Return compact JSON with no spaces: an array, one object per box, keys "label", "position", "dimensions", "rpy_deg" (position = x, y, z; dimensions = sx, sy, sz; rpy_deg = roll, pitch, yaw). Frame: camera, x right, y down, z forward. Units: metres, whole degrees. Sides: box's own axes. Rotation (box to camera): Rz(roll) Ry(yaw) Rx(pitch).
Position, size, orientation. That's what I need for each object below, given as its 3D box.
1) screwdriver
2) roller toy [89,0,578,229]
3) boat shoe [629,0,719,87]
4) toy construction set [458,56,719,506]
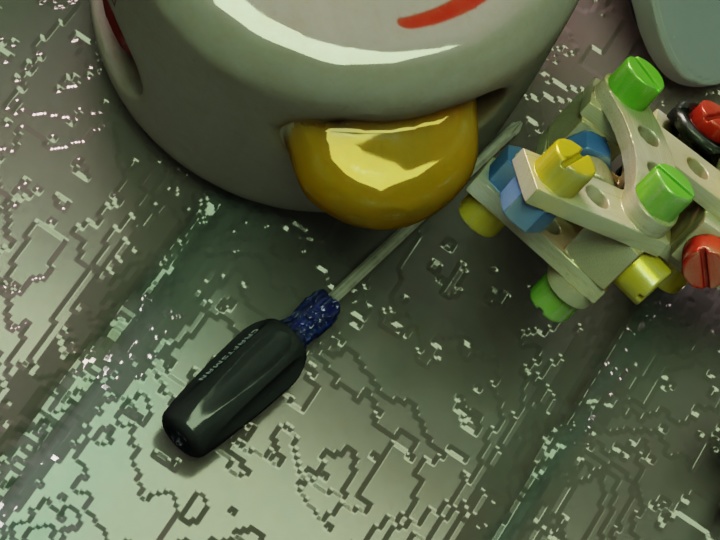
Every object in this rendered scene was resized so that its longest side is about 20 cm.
[{"label":"screwdriver","position":[0.000,0.000,0.788],"dimensions":[0.028,0.029,0.200],"rpy_deg":[45,69,5]},{"label":"roller toy","position":[-0.010,-0.124,0.768],"dimensions":[0.182,0.140,0.200],"rpy_deg":[32,68,1]},{"label":"boat shoe","position":[0.119,-0.178,0.854],"dimensions":[0.075,0.086,0.202],"rpy_deg":[-16,104,-21]},{"label":"toy construction set","position":[0.129,0.003,0.766],"dimensions":[0.200,0.092,0.131],"rpy_deg":[48,29,-18]}]
